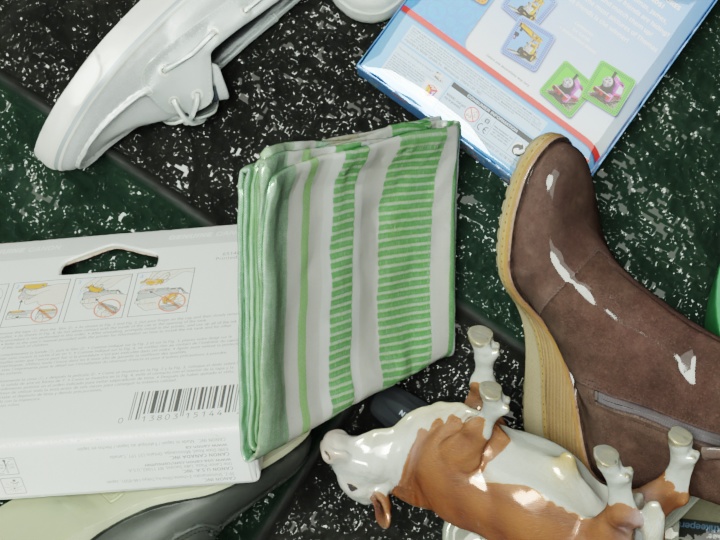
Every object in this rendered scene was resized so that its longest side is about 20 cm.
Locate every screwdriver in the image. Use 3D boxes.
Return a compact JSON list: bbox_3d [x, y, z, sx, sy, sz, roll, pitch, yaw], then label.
[{"bbox_3d":[0.084,0.128,0.810,0.200,0.028,0.029,38,58,23],"label":"screwdriver"}]

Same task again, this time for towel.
[{"bbox_3d":[0.000,0.000,0.757,0.023,0.200,0.154,9,106,29],"label":"towel"}]

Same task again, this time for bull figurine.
[{"bbox_3d":[0.079,0.107,0.761,0.199,0.065,0.122,24,130,8],"label":"bull figurine"}]

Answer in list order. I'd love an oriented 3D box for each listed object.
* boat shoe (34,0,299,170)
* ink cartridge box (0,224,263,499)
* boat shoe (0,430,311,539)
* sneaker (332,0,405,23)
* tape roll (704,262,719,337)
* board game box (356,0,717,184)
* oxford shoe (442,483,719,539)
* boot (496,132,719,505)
[{"bbox_3d":[-0.103,-0.123,0.837,0.068,0.072,0.200,43,80,2],"label":"boat shoe"},{"bbox_3d":[-0.146,0.048,0.794,0.199,0.177,0.045,-4,126,7],"label":"ink cartridge box"},{"bbox_3d":[-0.113,0.129,0.762,0.201,0.074,0.063,-27,123,-20],"label":"boat shoe"},{"bbox_3d":[0.024,-0.247,0.813,0.073,0.116,0.201,16,89,0],"label":"sneaker"},{"bbox_3d":[0.294,0.033,0.792,0.199,0.048,0.202,-2,64,4],"label":"tape roll"},{"bbox_3d":[0.116,-0.156,0.846,0.151,0.037,0.200,36,90,2],"label":"board game box"},{"bbox_3d":[0.147,0.150,0.823,0.199,0.058,0.076,1,91,3],"label":"oxford shoe"},{"bbox_3d":[0.159,0.030,0.766,0.166,0.072,0.201,14,120,41],"label":"boot"}]
